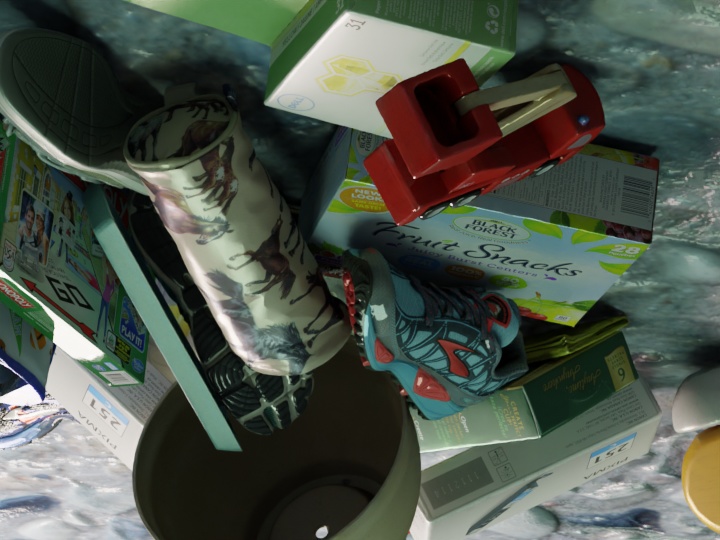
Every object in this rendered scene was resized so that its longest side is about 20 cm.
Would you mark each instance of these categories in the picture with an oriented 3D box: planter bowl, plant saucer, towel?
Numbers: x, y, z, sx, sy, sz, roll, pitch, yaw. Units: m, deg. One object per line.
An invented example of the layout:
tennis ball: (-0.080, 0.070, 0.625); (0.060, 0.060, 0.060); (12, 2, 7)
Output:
planter bowl: (-0.043, 0.156, 1.719); (0.200, 0.200, 0.135); (-2, 143, 22)
plant saucer: (-0.132, 0.033, 1.626); (0.019, 0.070, 0.200); (-28, 119, -1)
towel: (0.096, 0.060, 1.831); (0.200, 0.018, 0.086); (-14, -173, 39)

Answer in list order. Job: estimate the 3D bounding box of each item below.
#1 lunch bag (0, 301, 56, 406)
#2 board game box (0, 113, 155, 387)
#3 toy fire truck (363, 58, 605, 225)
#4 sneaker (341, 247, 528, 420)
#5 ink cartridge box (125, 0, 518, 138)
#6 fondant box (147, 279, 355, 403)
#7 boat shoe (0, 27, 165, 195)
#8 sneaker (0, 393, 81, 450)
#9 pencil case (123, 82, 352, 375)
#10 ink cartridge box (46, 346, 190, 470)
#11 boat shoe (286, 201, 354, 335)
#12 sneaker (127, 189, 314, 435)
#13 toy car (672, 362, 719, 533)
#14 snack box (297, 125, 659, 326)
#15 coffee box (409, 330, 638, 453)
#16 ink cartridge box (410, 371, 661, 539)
lunch bag: (-0.277, -0.017, 1.612); (0.200, 0.170, 0.124); (25, 150, -32)
board game box: (-0.191, -0.022, 1.615); (0.029, 0.135, 0.200); (-5, 155, 22)
toy fire truck: (0.075, -0.083, 1.385); (0.200, 0.049, 0.141); (-21, 169, -36)
sneaker: (0.052, 0.028, 1.592); (0.095, 0.079, 0.200); (-19, 154, 14)
ink cartridge box: (-0.029, -0.139, 1.401); (0.200, 0.048, 0.146); (13, 158, -18)
fondant box: (-0.084, 0.055, 1.807); (0.200, 0.058, 0.144); (-4, 133, 24)
boat shoe: (-0.178, -0.093, 1.525); (0.065, 0.075, 0.202); (0, 166, 28)
sneaker: (-0.265, 0.091, 2.012); (0.200, 0.075, 0.078); (-14, 141, 26)
pencil case: (-0.074, -0.022, 1.552); (0.078, 0.089, 0.200); (-10, 128, 24)
ink cartridge box: (-0.224, 0.069, 1.830); (0.200, 0.045, 0.176); (43, 155, 5)
boat shoe: (0.000, 0.000, 1.681); (0.200, 0.072, 0.068); (16, 148, 3)
sneaker: (-0.094, 0.016, 1.660); (0.077, 0.200, 0.080); (-29, -171, -11)
toy car: (0.343, 0.137, 1.836); (0.150, 0.175, 0.200); (-19, -179, -44)
snack box: (0.071, -0.036, 1.587); (0.200, 0.068, 0.169); (11, 158, -10)
coffee box: (0.095, 0.094, 1.830); (0.123, 0.044, 0.200); (-24, -172, -40)
ink cartridge box: (0.129, 0.162, 1.921); (0.200, 0.045, 0.176); (-24, 161, -10)
